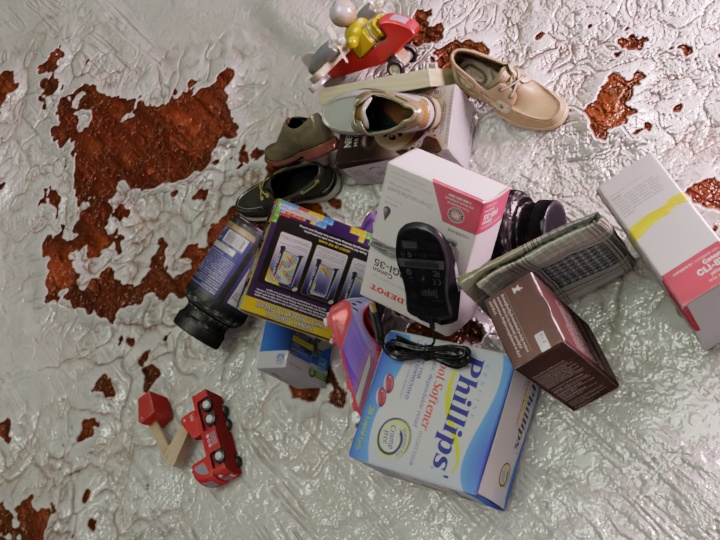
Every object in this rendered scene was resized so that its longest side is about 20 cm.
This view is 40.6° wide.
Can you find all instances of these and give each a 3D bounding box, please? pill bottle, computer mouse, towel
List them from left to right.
[{"bbox_3d":[-0.211,0.020,1.562,0.112,0.112,0.201,31,86,39],"label":"pill bottle"},{"bbox_3d":[0.069,0.027,1.235,0.140,0.201,0.046,-1,24,34],"label":"computer mouse"},{"bbox_3d":[0.176,-0.056,1.341,0.199,0.112,0.113,4,70,34],"label":"pill bottle"},{"bbox_3d":[0.238,0.007,1.228,0.199,0.192,0.035,-26,64,17],"label":"towel"}]

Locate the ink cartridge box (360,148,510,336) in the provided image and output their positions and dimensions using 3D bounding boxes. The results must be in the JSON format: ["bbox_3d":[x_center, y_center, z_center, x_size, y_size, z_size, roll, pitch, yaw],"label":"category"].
[{"bbox_3d":[0.094,-0.036,1.271,0.146,0.083,0.201,25,121,23],"label":"ink cartridge box"}]

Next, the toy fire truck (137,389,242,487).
[{"bbox_3d":[-0.270,0.261,1.524,0.141,0.049,0.201,-32,55,16],"label":"toy fire truck"}]

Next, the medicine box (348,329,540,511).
[{"bbox_3d":[0.113,0.193,1.277,0.199,0.103,0.183,9,73,36],"label":"medicine box"}]

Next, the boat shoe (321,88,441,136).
[{"bbox_3d":[0.018,-0.238,1.452,0.199,0.068,0.075,1,97,34],"label":"boat shoe"}]

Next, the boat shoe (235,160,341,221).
[{"bbox_3d":[-0.131,-0.136,1.619,0.200,0.061,0.072,-15,60,26],"label":"boat shoe"}]

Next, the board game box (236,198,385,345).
[{"bbox_3d":[-0.055,0.009,1.379,0.057,0.199,0.166,-163,94,-76],"label":"board game box"}]

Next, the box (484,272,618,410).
[{"bbox_3d":[0.235,0.092,1.184,0.075,0.200,0.101,-31,54,16],"label":"box"}]

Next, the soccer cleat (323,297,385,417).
[{"bbox_3d":[0.012,0.133,1.339,0.076,0.067,0.201,-17,101,13],"label":"soccer cleat"}]

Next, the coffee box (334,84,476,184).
[{"bbox_3d":[0.069,-0.208,1.512,0.199,0.080,0.114,-4,67,31],"label":"coffee box"}]

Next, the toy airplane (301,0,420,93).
[{"bbox_3d":[-0.019,-0.374,1.596,0.198,0.142,0.200,-29,25,-7],"label":"toy airplane"}]

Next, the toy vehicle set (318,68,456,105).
[{"bbox_3d":[0.049,-0.290,1.541,0.199,0.124,0.027,-4,98,32],"label":"toy vehicle set"}]

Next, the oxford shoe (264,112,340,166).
[{"bbox_3d":[-0.105,-0.220,1.604,0.070,0.075,0.199,-34,17,-33],"label":"oxford shoe"}]

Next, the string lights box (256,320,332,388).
[{"bbox_3d":[-0.088,0.067,1.465,0.059,0.103,0.201,-5,65,34],"label":"string lights box"}]

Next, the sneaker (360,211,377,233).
[{"bbox_3d":[0.000,0.000,1.455,0.080,0.083,0.201,8,72,35],"label":"sneaker"}]

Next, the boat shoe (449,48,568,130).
[{"bbox_3d":[0.215,-0.270,1.445,0.199,0.065,0.072,30,83,26],"label":"boat shoe"}]

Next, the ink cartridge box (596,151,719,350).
[{"bbox_3d":[0.385,-0.025,1.179,0.083,0.145,0.201,-35,53,13],"label":"ink cartridge box"}]
